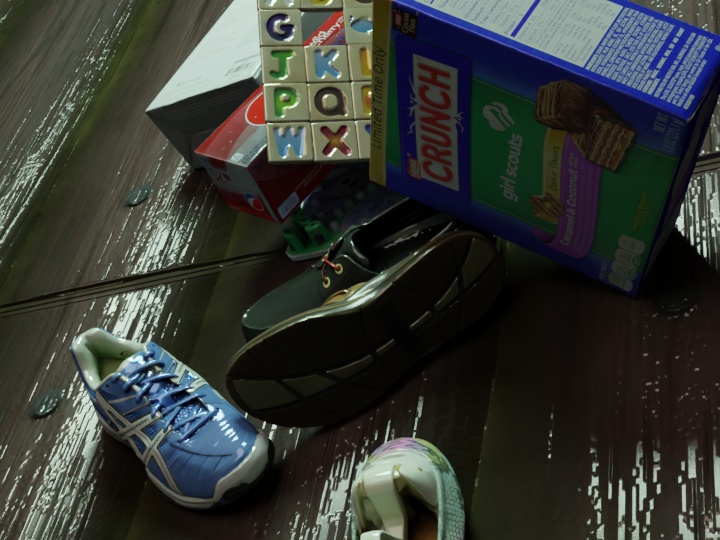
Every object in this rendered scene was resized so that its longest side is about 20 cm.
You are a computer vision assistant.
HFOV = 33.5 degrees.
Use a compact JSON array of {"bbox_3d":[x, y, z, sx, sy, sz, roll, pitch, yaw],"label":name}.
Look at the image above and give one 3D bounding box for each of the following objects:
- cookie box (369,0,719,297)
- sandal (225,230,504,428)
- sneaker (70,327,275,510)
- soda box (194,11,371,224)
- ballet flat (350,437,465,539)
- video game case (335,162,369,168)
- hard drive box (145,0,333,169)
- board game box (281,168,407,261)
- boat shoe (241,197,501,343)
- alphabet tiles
[{"bbox_3d":[0.107,-0.095,0.745,0.200,0.171,0.075,26,58,18],"label":"cookie box"},{"bbox_3d":[0.002,0.035,0.802,0.200,0.082,0.055,-35,21,-4],"label":"sandal"},{"bbox_3d":[-0.137,0.099,0.819,0.200,0.077,0.076,19,57,43],"label":"sneaker"},{"bbox_3d":[-0.034,-0.131,0.951,0.070,0.063,0.200,19,59,44],"label":"soda box"},{"bbox_3d":[0.020,0.154,0.656,0.069,0.071,0.200,-18,39,17],"label":"ballet flat"},{"bbox_3d":[0.044,-0.158,0.996,0.143,0.019,0.200,2,49,36],"label":"video game case"},{"bbox_3d":[-0.079,-0.197,1.094,0.156,0.077,0.200,-6,43,45],"label":"hard drive box"},{"bbox_3d":[0.044,-0.102,0.968,0.199,0.026,0.200,-10,41,24],"label":"board game box"},{"bbox_3d":[-0.001,-0.002,0.857,0.201,0.063,0.074,-26,40,8],"label":"boat shoe"},{"bbox_3d":[0.023,-0.159,0.917,0.199,0.008,0.168,-3,67,-7],"label":"alphabet tiles"}]
